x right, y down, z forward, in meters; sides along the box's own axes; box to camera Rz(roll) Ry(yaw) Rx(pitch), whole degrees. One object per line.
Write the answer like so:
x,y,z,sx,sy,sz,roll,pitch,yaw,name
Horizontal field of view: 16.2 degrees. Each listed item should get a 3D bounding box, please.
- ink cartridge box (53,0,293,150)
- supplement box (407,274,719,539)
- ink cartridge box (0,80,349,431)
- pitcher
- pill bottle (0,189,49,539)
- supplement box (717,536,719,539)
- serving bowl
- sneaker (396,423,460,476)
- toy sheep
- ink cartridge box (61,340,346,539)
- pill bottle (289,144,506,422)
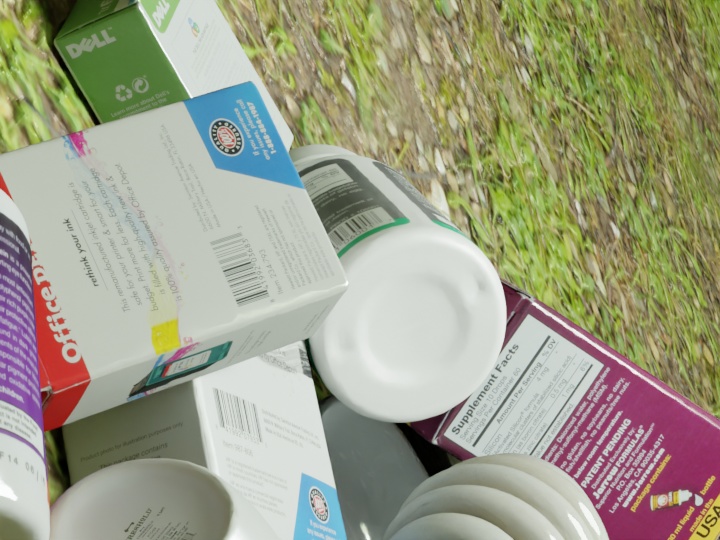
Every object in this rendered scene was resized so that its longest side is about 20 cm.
-0.115,-0.122,1.423,0.200,0.059,0.104,60,22,-23,ink cartridge box
0.119,0.087,1.492,0.200,0.103,0.131,33,2,-25,supplement box
-0.121,-0.001,1.174,0.200,0.067,0.116,-18,74,-26,ink cartridge box
-0.070,0.166,1.091,0.172,0.121,0.200,-56,149,-45,pitcher
-0.187,0.025,1.026,0.111,0.111,0.201,40,36,-53,pill bottle
0.189,0.223,1.585,0.133,0.200,0.197,61,-3,-22,supplement box
-0.006,0.173,1.414,0.200,0.066,0.200,52,26,-39,serving bowl
0.047,0.146,1.571,0.079,0.074,0.201,50,27,-54,sneaker
0.071,0.167,1.344,0.138,0.138,0.200,67,26,-6,toy sheep
-0.087,0.058,1.288,0.145,0.084,0.201,31,43,-60,ink cartridge box
0.000,0.000,1.436,0.113,0.113,0.200,60,-4,-25,pill bottle
